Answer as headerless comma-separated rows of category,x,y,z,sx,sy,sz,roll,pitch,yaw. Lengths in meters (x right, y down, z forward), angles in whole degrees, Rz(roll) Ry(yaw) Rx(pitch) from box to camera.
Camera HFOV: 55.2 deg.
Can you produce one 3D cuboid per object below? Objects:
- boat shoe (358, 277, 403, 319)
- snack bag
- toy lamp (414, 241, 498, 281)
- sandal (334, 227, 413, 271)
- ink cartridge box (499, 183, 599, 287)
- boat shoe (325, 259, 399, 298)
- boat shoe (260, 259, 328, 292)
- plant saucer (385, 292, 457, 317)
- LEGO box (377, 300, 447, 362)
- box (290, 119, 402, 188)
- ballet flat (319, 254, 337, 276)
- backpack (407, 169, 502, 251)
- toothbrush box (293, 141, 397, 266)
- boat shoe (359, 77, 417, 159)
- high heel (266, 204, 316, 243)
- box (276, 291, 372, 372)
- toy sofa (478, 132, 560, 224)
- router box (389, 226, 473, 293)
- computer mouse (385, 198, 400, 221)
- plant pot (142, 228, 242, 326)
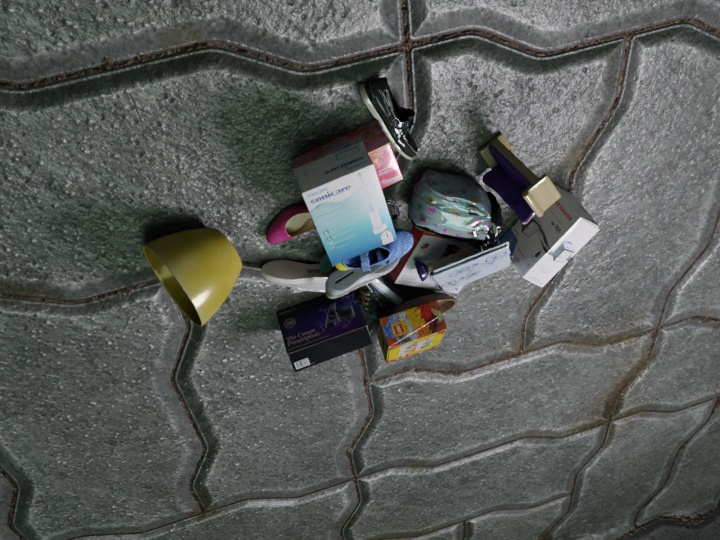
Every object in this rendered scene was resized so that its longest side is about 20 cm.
boat shoe,0.022,0.053,1.673,0.091,0.071,0.200,-41,135,8
snack bag,0.268,-0.006,1.620,0.187,0.022,0.200,-23,163,10
toy lamp,0.228,-0.034,1.619,0.199,0.058,0.058,-22,135,-3
sandal,0.041,-0.040,1.487,0.199,0.087,0.080,-21,109,-32
ink cartridge box,0.454,-0.085,1.669,0.085,0.147,0.200,20,120,-33
boat shoe,0.000,0.000,1.558,0.199,0.072,0.062,-26,169,-23
boat shoe,-0.139,0.021,1.591,0.199,0.072,0.069,-2,132,-33
plant saucer,0.148,0.102,1.749,0.199,0.030,0.200,-17,164,-5
LEGO box,0.123,0.154,1.703,0.148,0.078,0.200,-17,163,-6
box,-0.028,-0.206,1.400,0.199,0.095,0.103,-25,135,1
ballet flat,-0.012,-0.064,1.558,0.072,0.068,0.201,16,115,-51
backpack,0.205,-0.141,1.527,0.198,0.167,0.127,12,118,-14
toothbrush box,-0.027,-0.127,1.344,0.145,0.086,0.201,-23,135,0
boat shoe,0.074,-0.304,1.366,0.066,0.075,0.200,-26,127,20
high heel,-0.111,-0.097,1.466,0.199,0.096,0.067,-28,135,5
box,-0.089,0.139,1.662,0.199,0.142,0.079,-20,133,-4
toy sofa,0.327,-0.197,1.478,0.097,0.200,0.083,-40,134,9
router box,0.196,-0.036,1.679,0.199,0.049,0.180,9,127,-29
computer mouse,0.059,-0.098,1.560,0.058,0.034,0.201,-12,145,-9
plant pot,-0.330,-0.007,1.418,0.142,0.200,0.201,-38,140,-22
